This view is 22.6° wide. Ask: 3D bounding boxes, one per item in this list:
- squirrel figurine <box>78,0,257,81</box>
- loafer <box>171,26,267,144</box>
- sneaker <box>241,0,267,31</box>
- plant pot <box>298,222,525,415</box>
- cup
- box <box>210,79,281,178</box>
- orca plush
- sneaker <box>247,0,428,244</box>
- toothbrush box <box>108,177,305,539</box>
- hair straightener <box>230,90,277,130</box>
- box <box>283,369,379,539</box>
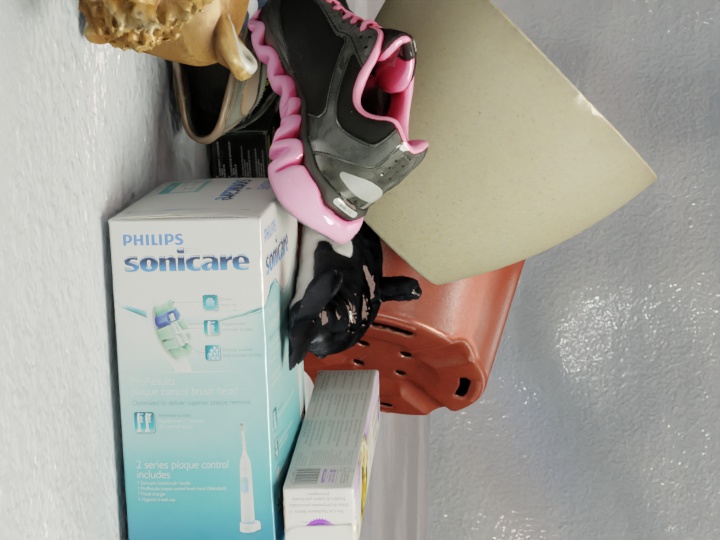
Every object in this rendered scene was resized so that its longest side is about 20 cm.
[{"bbox_3d":[-0.096,-0.172,0.819,0.200,0.140,0.188,-56,158,-54],"label":"squirrel figurine"},{"bbox_3d":[-0.087,-0.170,1.059,0.063,0.071,0.202,-69,161,-55],"label":"loafer"},{"bbox_3d":[-0.095,-0.214,0.955,0.109,0.070,0.200,-51,130,-14],"label":"sneaker"},{"bbox_3d":[0.033,-0.018,1.251,0.201,0.198,0.197,78,23,-59],"label":"plant pot"},{"bbox_3d":[0.061,-0.078,1.097,0.200,0.143,0.200,45,6,-6],"label":"cup"},{"bbox_3d":[-0.067,-0.040,1.311,0.194,0.047,0.202,-72,161,-64],"label":"box"},{"bbox_3d":[0.000,0.000,1.043,0.200,0.070,0.107,-27,115,-86],"label":"orca plush"},{"bbox_3d":[-0.005,-0.113,1.004,0.079,0.095,0.202,26,40,-38],"label":"sneaker"},{"bbox_3d":[-0.079,0.057,0.997,0.146,0.084,0.203,-65,154,-77],"label":"toothbrush box"},{"bbox_3d":[-0.078,-0.186,1.117,0.077,0.040,0.203,24,-61,58],"label":"hair straightener"},{"bbox_3d":[-0.014,0.105,1.023,0.200,0.041,0.039,-78,167,-75],"label":"box"}]
